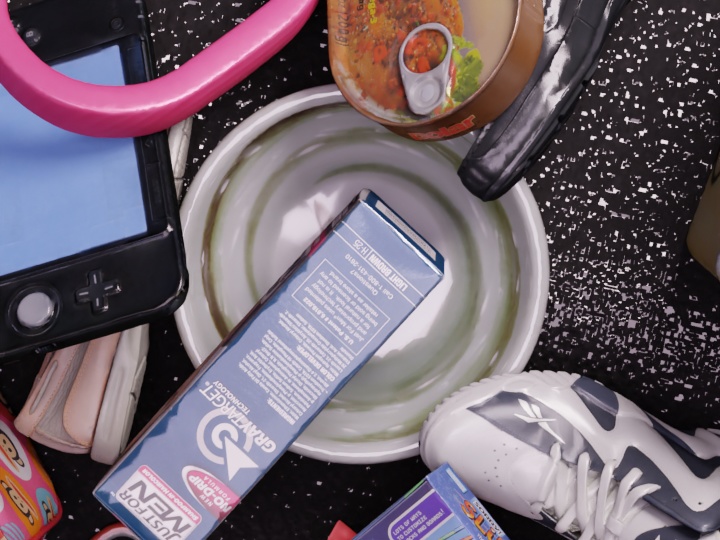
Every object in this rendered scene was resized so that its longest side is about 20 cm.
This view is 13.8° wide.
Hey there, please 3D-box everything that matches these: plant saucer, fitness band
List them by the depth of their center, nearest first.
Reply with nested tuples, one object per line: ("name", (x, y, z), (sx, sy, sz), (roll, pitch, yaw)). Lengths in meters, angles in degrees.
("fitness band", (-0.106, -0.154, 1.531), (0.200, 0.037, 0.144), (-39, 77, -24))
("plant saucer", (0.000, 0.000, 1.572), (0.199, 0.050, 0.201), (0, 95, 2))

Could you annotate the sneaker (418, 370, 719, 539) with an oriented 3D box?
("sneaker", (0.131, 0.124, 1.517), (0.198, 0.130, 0.080), (21, 112, -17))

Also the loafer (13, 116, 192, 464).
("loafer", (-0.135, 0.000, 1.565), (0.063, 0.072, 0.201), (12, 94, 1))

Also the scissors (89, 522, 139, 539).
("scissors", (-0.167, 0.227, 1.617), (0.073, 0.014, 0.200), (39, 96, -4))

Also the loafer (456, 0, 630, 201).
("loafer", (0.095, -0.128, 1.533), (0.070, 0.068, 0.201), (29, 74, 0))

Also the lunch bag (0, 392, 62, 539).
("lunch bag", (-0.239, 0.076, 1.523), (0.082, 0.176, 0.200), (-34, 93, 5))

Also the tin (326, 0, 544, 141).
("tin", (0.038, -0.161, 1.517), (0.112, 0.042, 0.201), (-16, 64, 31))

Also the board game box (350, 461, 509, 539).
("board game box", (0.011, 0.212, 1.536), (0.200, 0.034, 0.136), (-41, 85, 23))

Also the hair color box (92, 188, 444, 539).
("hair color box", (-0.044, 0.052, 1.503), (0.060, 0.100, 0.200), (42, 95, -2))

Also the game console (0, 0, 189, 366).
("game console", (-0.195, -0.064, 1.496), (0.175, 0.116, 0.201), (-16, 62, 11))

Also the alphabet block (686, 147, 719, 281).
("alphabet block", (0.288, -0.056, 1.485), (0.196, 0.200, 0.196), (22, 96, 0))

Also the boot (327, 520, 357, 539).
("boot", (0.057, 0.180, 1.578), (0.199, 0.072, 0.145), (-27, 92, 7))
